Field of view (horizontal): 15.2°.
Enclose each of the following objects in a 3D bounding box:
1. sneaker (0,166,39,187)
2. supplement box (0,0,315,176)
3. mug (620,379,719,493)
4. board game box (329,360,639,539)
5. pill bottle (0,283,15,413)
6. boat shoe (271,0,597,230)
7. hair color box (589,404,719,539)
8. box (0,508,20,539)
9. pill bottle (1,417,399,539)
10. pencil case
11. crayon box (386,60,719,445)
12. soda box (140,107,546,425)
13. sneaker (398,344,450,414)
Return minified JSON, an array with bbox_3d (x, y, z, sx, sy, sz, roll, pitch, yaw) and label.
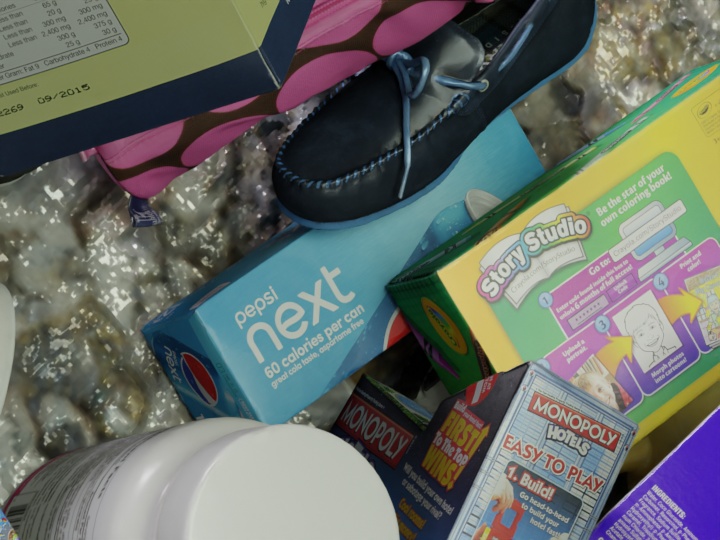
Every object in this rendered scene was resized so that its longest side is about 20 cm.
[{"bbox_3d":[-0.214,-0.074,1.138,0.199,0.099,0.071,5,81,-27],"label":"sneaker"},{"bbox_3d":[-0.110,-0.186,1.072,0.200,0.134,0.200,61,27,-29],"label":"supplement box"},{"bbox_3d":[0.185,0.118,1.296,0.186,0.149,0.154,4,69,-55],"label":"mug"},{"bbox_3d":[0.026,0.123,1.143,0.061,0.200,0.201,31,93,-21],"label":"board game box"},{"bbox_3d":[-0.249,0.023,1.094,0.199,0.113,0.114,17,74,-25],"label":"pill bottle"},{"bbox_3d":[0.029,-0.097,1.246,0.200,0.084,0.069,-44,148,-32],"label":"boat shoe"},{"bbox_3d":[0.151,0.119,1.189,0.200,0.109,0.065,-44,72,-10],"label":"hair color box"},{"bbox_3d":[-0.167,0.214,1.019,0.122,0.200,0.193,-23,63,-29],"label":"box"},{"bbox_3d":[-0.071,0.121,1.125,0.113,0.200,0.114,5,79,-28],"label":"pill bottle"},{"bbox_3d":[-0.036,-0.106,1.181,0.199,0.094,0.091,-31,86,14],"label":"pencil case"},{"bbox_3d":[0.126,0.001,1.247,0.200,0.058,0.119,-34,98,-21],"label":"crayon box"},{"bbox_3d":[0.000,0.000,1.263,0.200,0.064,0.068,-35,98,-28],"label":"soda box"},{"bbox_3d":[0.106,0.016,1.315,0.200,0.074,0.080,-47,105,-15],"label":"sneaker"}]
